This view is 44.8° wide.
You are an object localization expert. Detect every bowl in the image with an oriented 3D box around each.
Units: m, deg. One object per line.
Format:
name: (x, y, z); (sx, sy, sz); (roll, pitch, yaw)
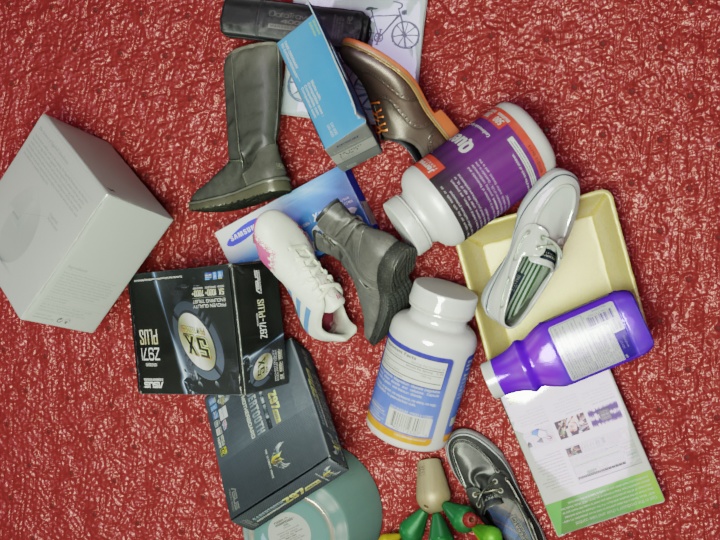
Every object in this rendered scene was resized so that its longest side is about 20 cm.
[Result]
bowl: (-0.077, 0.336, 1.165); (0.200, 0.105, 0.201); (1, 95, 11)

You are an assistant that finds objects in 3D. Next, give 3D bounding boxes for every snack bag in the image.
snack bag: (-0.010, -0.295, 1.146); (0.188, 0.021, 0.201); (7, 96, 11)

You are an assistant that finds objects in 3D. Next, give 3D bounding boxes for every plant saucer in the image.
plant saucer: (0.239, 0.019, 1.100); (0.199, 0.048, 0.201); (-15, 92, 13)

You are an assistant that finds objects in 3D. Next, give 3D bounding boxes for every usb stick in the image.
usb stick: (-0.087, -0.319, 1.132); (0.199, 0.033, 0.056); (10, 90, 11)

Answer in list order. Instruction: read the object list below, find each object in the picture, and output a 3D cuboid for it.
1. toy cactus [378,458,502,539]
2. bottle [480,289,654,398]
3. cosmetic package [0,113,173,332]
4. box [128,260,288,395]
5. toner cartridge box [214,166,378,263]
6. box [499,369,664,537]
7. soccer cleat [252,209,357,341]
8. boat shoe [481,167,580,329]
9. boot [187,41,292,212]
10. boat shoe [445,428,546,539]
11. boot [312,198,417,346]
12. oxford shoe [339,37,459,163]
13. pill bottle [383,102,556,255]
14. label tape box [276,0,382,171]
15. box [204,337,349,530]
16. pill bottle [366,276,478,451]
toy cactus: (0.091, 0.329, 1.127); (0.200, 0.102, 0.165); (-37, 53, 49)
bottle: (0.244, 0.095, 1.047); (0.200, 0.065, 0.084); (-26, 88, 13)
cosmetic package: (-0.388, -0.061, 1.161); (0.200, 0.123, 0.199); (-52, 56, 12)
box: (-0.203, 0.076, 1.145); (0.200, 0.086, 0.164); (-4, 92, 36)
toner cartridge box: (-0.086, -0.054, 1.169); (0.200, 0.043, 0.095); (-27, 87, 13)
box: (0.280, 0.221, 1.114); (0.144, 0.036, 0.200); (-22, 88, 13)
soccer cleat: (-0.062, 0.008, 1.096); (0.086, 0.070, 0.200); (13, 139, 46)
boat shoe: (0.214, -0.020, 1.035); (0.073, 0.067, 0.200); (15, 107, -20)
boot: (-0.167, -0.186, 1.162); (0.181, 0.073, 0.201); (-13, 86, 29)
boat shoe: (0.173, 0.298, 1.126); (0.070, 0.066, 0.200); (-30, 88, 13)
boot: (0.000, 0.000, 1.111); (0.132, 0.070, 0.200); (34, 143, 20)
oxford shoe: (0.040, -0.202, 1.080); (0.200, 0.071, 0.073); (42, 84, -17)
pill bottle: (0.130, -0.107, 1.060); (0.200, 0.112, 0.113); (-35, 86, -4)
label tape box: (-0.040, -0.211, 1.037); (0.066, 0.200, 0.144); (-25, 82, 7)
box: (-0.114, 0.209, 1.136); (0.158, 0.051, 0.200); (-34, 48, 13)
pill bottle: (0.082, 0.115, 1.098); (0.112, 0.112, 0.201); (17, 105, 11)
